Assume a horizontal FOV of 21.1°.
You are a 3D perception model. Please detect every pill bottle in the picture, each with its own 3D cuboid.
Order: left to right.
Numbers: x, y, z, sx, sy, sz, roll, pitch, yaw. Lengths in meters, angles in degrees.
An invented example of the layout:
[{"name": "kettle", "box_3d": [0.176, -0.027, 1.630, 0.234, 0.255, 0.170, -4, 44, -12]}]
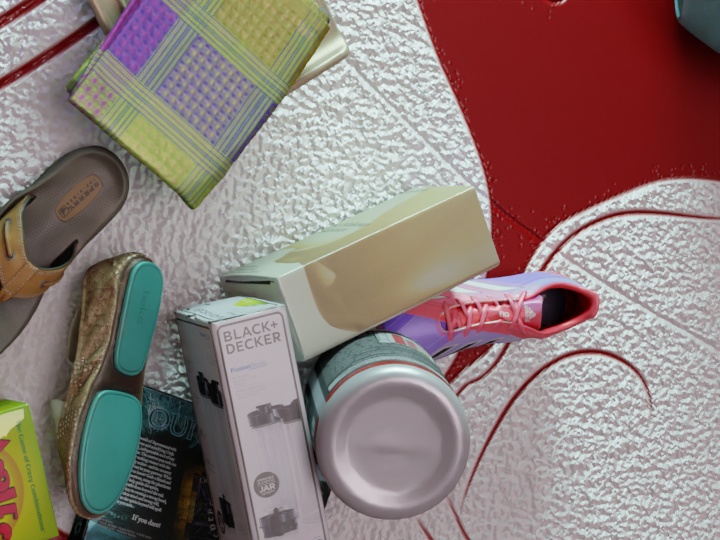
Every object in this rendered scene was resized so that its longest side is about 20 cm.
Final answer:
[{"name": "pill bottle", "box_3d": [0.015, 0.109, 1.488, 0.115, 0.200, 0.117, -1, 100, -5]}]

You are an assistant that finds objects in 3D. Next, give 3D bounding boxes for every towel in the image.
[{"name": "towel", "box_3d": [-0.119, -0.164, 1.466, 0.143, 0.023, 0.201, 40, 70, -22]}]

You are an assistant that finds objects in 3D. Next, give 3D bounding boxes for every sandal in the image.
[{"name": "sandal", "box_3d": [-0.238, -0.015, 1.429, 0.200, 0.054, 0.082, -46, 112, -23]}]

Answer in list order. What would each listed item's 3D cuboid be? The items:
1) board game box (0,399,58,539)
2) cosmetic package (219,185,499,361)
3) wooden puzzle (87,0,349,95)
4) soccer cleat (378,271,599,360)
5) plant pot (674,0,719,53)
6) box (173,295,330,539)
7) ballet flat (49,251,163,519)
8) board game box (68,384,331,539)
[{"name": "board game box", "box_3d": [-0.324, 0.170, 1.383, 0.199, 0.047, 0.103, -17, 99, -30]}, {"name": "cosmetic package", "box_3d": [0.000, 0.000, 1.546, 0.199, 0.105, 0.072, -26, 103, -30]}, {"name": "wooden puzzle", "box_3d": [-0.125, -0.214, 1.505, 0.185, 0.046, 0.201, -34, 103, -27]}, {"name": "soccer cleat", "box_3d": [0.109, 0.037, 1.627, 0.198, 0.076, 0.067, -8, 95, -31]}, {"name": "plant pot", "box_3d": [0.351, -0.268, 1.724, 0.133, 0.200, 0.202, 0, 91, 3]}, {"name": "box", "box_3d": [-0.081, 0.124, 1.453, 0.060, 0.117, 0.202, -13, 96, -18]}, {"name": "ballet flat", "box_3d": [-0.196, 0.085, 1.450, 0.070, 0.065, 0.202, 29, 69, -50]}, {"name": "board game box", "box_3d": [-0.119, 0.179, 1.519, 0.199, 0.028, 0.136, 23, 78, -29]}]
